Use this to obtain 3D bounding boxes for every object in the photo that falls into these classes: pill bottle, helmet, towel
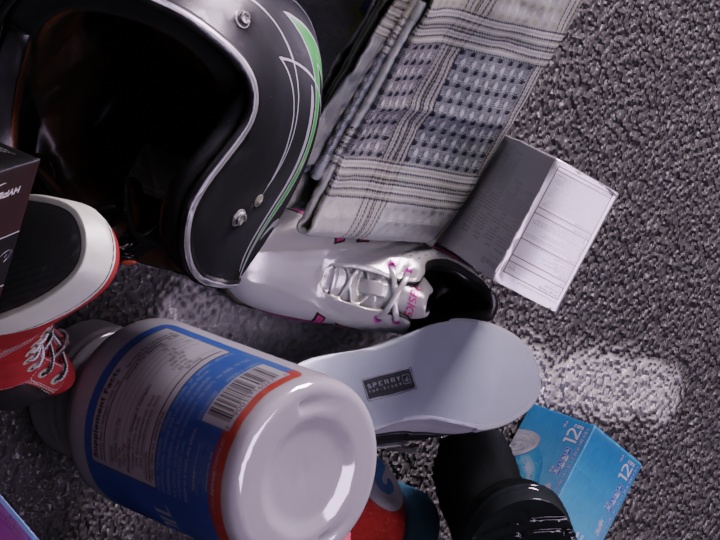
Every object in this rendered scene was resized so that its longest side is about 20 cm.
[{"bbox_3d":[-0.095,0.090,1.541,0.112,0.200,0.113,-15,113,-40],"label":"pill bottle"},{"bbox_3d":[-0.112,-0.099,1.474,0.200,0.200,0.191,13,91,-46],"label":"helmet"},{"bbox_3d":[0.042,-0.101,1.603,0.200,0.035,0.193,9,118,-58],"label":"towel"}]

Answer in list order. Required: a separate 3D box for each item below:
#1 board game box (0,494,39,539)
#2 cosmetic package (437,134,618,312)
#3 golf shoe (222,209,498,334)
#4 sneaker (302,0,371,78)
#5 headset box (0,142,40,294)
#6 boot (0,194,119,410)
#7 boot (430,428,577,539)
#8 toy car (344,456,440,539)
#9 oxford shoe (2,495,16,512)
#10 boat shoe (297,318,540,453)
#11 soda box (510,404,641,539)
[{"bbox_3d":[-0.235,0.197,1.468,0.158,0.039,0.200,-39,98,3],"label":"board game box"},{"bbox_3d":[0.095,-0.036,1.685,0.051,0.200,0.083,29,94,-15],"label":"cosmetic package"},{"bbox_3d":[0.000,0.000,1.685,0.200,0.092,0.073,5,100,-44],"label":"golf shoe"},{"bbox_3d":[0.005,-0.140,1.665,0.105,0.076,0.200,-55,147,-30],"label":"sneaker"},{"bbox_3d":[-0.263,0.014,1.360,0.077,0.148,0.201,-26,137,-68],"label":"headset box"},{"bbox_3d":[-0.174,0.023,1.457,0.144,0.200,0.073,24,57,-46],"label":"boot"},{"bbox_3d":[0.086,0.154,1.701,0.073,0.163,0.199,-14,135,-2],"label":"boot"},{"bbox_3d":[0.005,0.203,1.675,0.184,0.200,0.177,26,84,-46],"label":"toy car"},{"bbox_3d":[-0.233,0.219,1.542,0.084,0.073,0.201,2,109,-61],"label":"oxford shoe"},{"bbox_3d":[0.018,0.079,1.679,0.199,0.068,0.074,-14,84,-35],"label":"boat shoe"},{"bbox_3d":[0.110,0.198,1.875,0.068,0.064,0.200,39,74,-43],"label":"soda box"}]
